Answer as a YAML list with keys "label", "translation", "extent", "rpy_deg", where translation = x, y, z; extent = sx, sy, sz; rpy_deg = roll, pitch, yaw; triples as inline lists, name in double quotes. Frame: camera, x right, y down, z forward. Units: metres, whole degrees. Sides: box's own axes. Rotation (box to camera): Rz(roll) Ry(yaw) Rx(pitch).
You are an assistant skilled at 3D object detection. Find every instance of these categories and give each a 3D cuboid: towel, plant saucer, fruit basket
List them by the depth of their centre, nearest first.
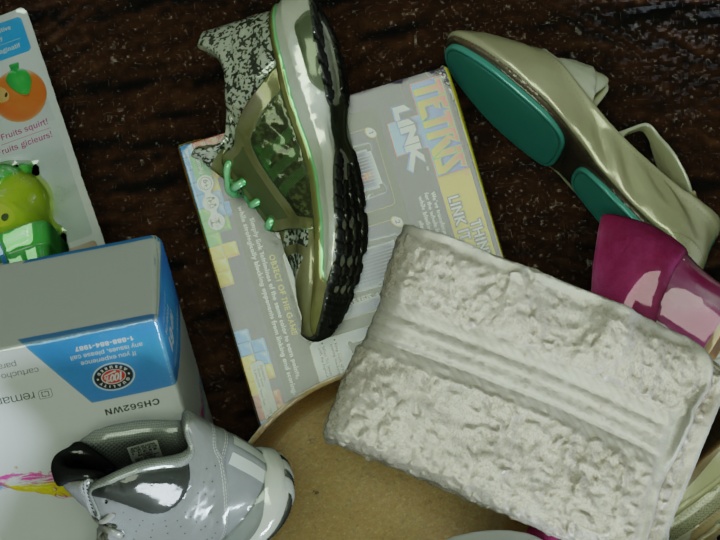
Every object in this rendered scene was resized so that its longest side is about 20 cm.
- label: "towel"
  translation: [0.091, 0.070, 1.632]
  extent: [0.199, 0.034, 0.133]
  rpy_deg: [22, 81, 3]
- label: "plant saucer"
  translation: [0.013, 0.140, 1.702]
  extent: [0.200, 0.035, 0.201]
  rpy_deg: [-4, 110, -11]
- label: "fruit basket"
  translation: [-0.250, -0.033, 1.738]
  extent: [0.185, 0.094, 0.201]
  rpy_deg: [-19, 83, 1]

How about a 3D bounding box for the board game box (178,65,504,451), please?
- label: "board game box"
  translation: [0.000, 0.000, 1.743]
  extent: [0.165, 0.057, 0.201]
  rpy_deg: [-16, 87, 0]

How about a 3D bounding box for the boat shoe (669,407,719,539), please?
- label: "boat shoe"
  translation: [0.180, 0.146, 1.723]
  extent: [0.200, 0.072, 0.065]
  rpy_deg: [-42, 107, 8]

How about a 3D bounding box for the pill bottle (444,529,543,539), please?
- label: "pill bottle"
  translation: [0.078, 0.245, 1.597]
  extent: [0.111, 0.112, 0.200]
  rpy_deg: [-9, 57, 2]

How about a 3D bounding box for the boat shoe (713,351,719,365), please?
- label: "boat shoe"
  translation: [0.230, 0.023, 1.725]
  extent: [0.201, 0.074, 0.065]
  rpy_deg: [-21, 85, 10]

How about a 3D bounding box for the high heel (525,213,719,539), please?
- label: "high heel"
  translation: [0.125, 0.069, 1.682]
  extent: [0.096, 0.067, 0.200]
  rpy_deg: [34, 96, 15]

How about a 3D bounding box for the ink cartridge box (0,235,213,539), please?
- label: "ink cartridge box"
  translation: [-0.159, 0.095, 1.680]
  extent: [0.144, 0.085, 0.200]
  rpy_deg: [-11, 127, 3]

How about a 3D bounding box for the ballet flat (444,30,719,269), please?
- label: "ballet flat"
  translation: [0.134, -0.077, 1.743]
  extent: [0.069, 0.069, 0.200]
  rpy_deg: [-42, 88, 0]

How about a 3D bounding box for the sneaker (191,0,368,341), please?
- label: "sneaker"
  translation: [-0.049, -0.056, 1.693]
  extent: [0.088, 0.077, 0.201]
  rpy_deg: [-9, 81, 14]

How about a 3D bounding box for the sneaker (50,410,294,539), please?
- label: "sneaker"
  translation: [-0.140, 0.145, 1.621]
  extent: [0.200, 0.075, 0.115]
  rpy_deg: [-45, 123, 13]
